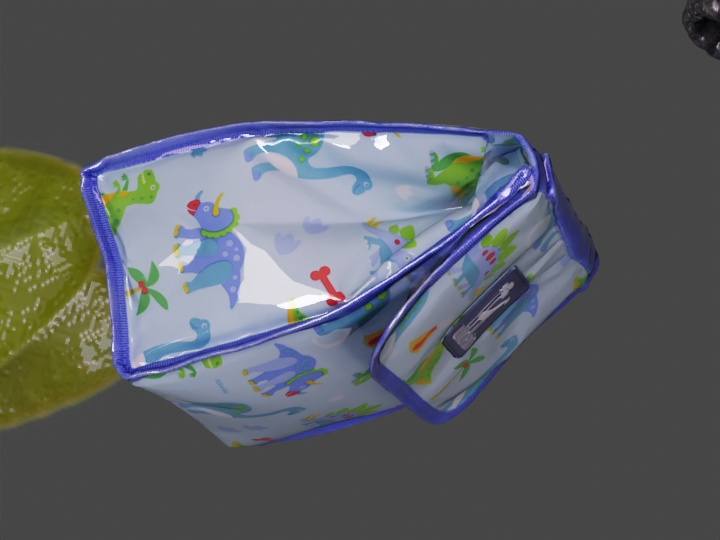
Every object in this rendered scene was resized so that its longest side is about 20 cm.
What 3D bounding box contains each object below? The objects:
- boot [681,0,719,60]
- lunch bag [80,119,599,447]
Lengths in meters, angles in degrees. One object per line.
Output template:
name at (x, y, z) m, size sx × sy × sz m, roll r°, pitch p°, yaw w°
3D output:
boot at (0.173, -0.178, 1.341) m, size 0.211 × 0.079 × 0.158 m, roll 22°, pitch 84°, yaw 18°
lunch bag at (0.000, 0.000, 1.298) m, size 0.200 × 0.170 × 0.127 m, roll -17°, pitch 73°, yaw 9°
